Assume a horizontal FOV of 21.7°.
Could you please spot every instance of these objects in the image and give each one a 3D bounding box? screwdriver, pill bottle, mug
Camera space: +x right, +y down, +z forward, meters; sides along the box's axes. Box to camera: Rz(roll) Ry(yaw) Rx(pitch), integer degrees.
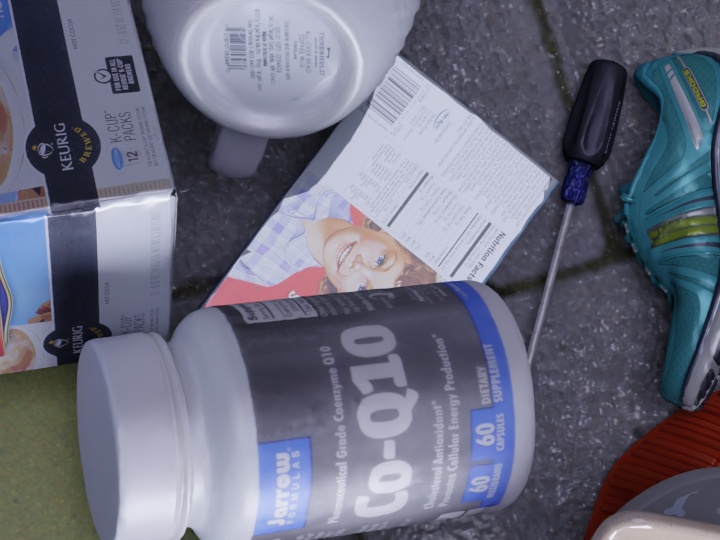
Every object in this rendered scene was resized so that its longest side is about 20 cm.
[{"bbox_3d":[0.112,-0.021,1.029,0.028,0.029,0.202,17,77,-4],"label":"screwdriver"},{"bbox_3d":[-0.028,0.070,0.883,0.198,0.114,0.115,-6,84,-20],"label":"pill bottle"},{"bbox_3d":[-0.044,-0.138,0.942,0.146,0.201,0.176,12,43,-8],"label":"mug"}]

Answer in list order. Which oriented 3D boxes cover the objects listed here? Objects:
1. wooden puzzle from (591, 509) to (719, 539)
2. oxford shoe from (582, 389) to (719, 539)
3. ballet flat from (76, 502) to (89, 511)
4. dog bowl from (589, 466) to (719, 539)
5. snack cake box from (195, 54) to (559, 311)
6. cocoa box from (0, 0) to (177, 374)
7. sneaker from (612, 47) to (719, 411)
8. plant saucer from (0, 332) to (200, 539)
[{"bbox_3d":[0.156,0.215,0.895,0.183,0.037,0.202,14,98,-31],"label":"wooden puzzle"},{"bbox_3d":[0.163,0.150,1.010,0.200,0.071,0.073,-50,117,-10],"label":"oxford shoe"},{"bbox_3d":[-0.152,0.210,0.960,0.068,0.063,0.203,2,84,-8],"label":"ballet flat"},{"bbox_3d":[0.187,0.206,0.960,0.198,0.059,0.203,-5,103,-24],"label":"dog bowl"},{"bbox_3d":[0.000,0.000,0.999,0.115,0.067,0.201,38,81,-3],"label":"snack cake box"},{"bbox_3d":[-0.170,-0.068,0.894,0.130,0.134,0.202,-8,58,-13],"label":"cocoa box"},{"bbox_3d":[0.178,-0.023,1.029,0.079,0.078,0.202,3,77,12],"label":"sneaker"},{"bbox_3d":[-0.151,0.113,0.917,0.200,0.048,0.200,43,62,3],"label":"plant saucer"}]
